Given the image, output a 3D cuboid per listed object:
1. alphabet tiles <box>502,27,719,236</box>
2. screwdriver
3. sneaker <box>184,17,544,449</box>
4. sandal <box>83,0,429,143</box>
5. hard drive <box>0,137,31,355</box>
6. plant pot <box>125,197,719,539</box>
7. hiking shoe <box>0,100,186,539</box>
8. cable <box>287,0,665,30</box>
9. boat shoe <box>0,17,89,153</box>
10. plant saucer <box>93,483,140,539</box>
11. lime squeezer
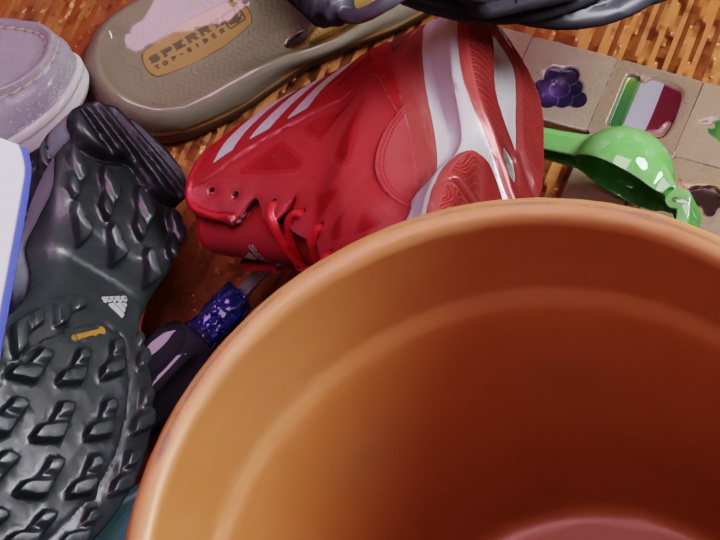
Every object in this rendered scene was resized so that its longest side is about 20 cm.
[{"bbox_3d":[0.072,0.011,0.898,0.167,0.008,0.200,17,67,18],"label":"alphabet tiles"},{"bbox_3d":[-0.033,-0.005,0.910,0.028,0.029,0.200,36,77,25],"label":"screwdriver"},{"bbox_3d":[0.000,0.000,0.841,0.116,0.078,0.200,-23,30,23],"label":"sneaker"},{"bbox_3d":[-0.019,-0.121,0.958,0.200,0.054,0.080,-33,61,-9],"label":"sandal"},{"bbox_3d":[-0.169,0.052,0.827,0.025,0.200,0.132,21,59,-26],"label":"hard drive"},{"bbox_3d":[0.051,0.099,0.685,0.200,0.140,0.200,-6,62,12],"label":"plant pot"},{"bbox_3d":[-0.115,0.037,0.867,0.087,0.074,0.200,-31,30,40],"label":"hiking shoe"},{"bbox_3d":[0.027,-0.130,0.889,0.200,0.051,0.163,-20,37,-40],"label":"cable"},{"bbox_3d":[-0.202,-0.072,0.949,0.202,0.065,0.074,1,46,15],"label":"boat shoe"},{"bbox_3d":[-0.080,0.102,0.827,0.200,0.019,0.070,-28,40,12],"label":"plant saucer"},{"bbox_3d":[0.087,-0.006,0.878,0.071,0.038,0.200,-25,64,-11],"label":"lime squeezer"}]
